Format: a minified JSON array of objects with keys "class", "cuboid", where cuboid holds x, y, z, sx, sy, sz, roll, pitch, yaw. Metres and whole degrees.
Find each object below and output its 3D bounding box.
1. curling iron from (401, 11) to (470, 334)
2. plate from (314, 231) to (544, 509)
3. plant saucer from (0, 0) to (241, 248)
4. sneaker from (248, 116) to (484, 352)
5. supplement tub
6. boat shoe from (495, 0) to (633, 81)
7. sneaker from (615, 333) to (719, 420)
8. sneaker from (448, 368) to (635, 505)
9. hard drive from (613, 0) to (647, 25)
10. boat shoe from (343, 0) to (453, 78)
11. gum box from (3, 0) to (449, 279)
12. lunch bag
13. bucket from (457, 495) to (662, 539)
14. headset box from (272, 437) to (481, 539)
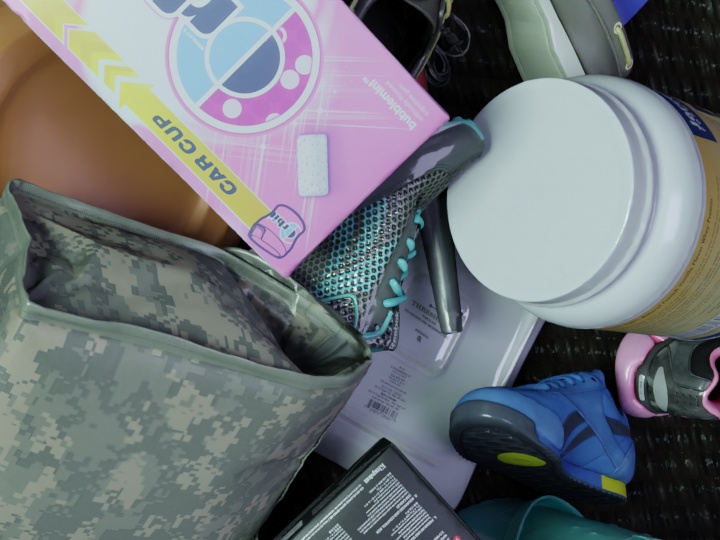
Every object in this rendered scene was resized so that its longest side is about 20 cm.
[{"class":"curling iron","cuboid":[0.047,-0.063,0.839,0.049,0.026,0.201,3,77,-30]},{"class":"plate","cuboid":[0.033,0.030,0.875,0.199,0.032,0.201,32,80,-31]},{"class":"plant saucer","cuboid":[-0.139,-0.057,0.757,0.199,0.037,0.202,-5,100,-30]},{"class":"sneaker","cuboid":[0.000,0.000,0.790,0.200,0.078,0.091,-41,83,5]},{"class":"supplement tub","cuboid":[0.158,-0.035,0.846,0.199,0.144,0.145,8,93,-49]},{"class":"boat shoe","cuboid":[0.110,-0.188,0.865,0.060,0.072,0.202,-35,120,-17]},{"class":"sneaker","cuboid":[0.271,0.058,0.982,0.199,0.095,0.080,-20,105,-31]},{"class":"sneaker","cuboid":[0.115,0.090,0.894,0.200,0.066,0.079,30,64,-52]},{"class":"hard drive","cuboid":[0.148,-0.271,0.901,0.132,0.025,0.200,-46,117,-17]},{"class":"boat shoe","cuboid":[0.018,-0.140,0.791,0.202,0.060,0.072,-56,135,-7]},{"class":"gum box","cuboid":[-0.067,-0.110,0.697,0.113,0.066,0.200,-43,106,5]},{"class":"lunch bag","cuboid":[-0.112,0.069,0.718,0.199,0.118,0.164,19,118,-30]},{"class":"bucket","cuboid":[0.119,0.243,0.896,0.206,0.135,0.209,-6,101,-30]},{"class":"headset box","cuboid":[0.027,0.211,0.749,0.149,0.075,0.200,-43,89,-4]}]
